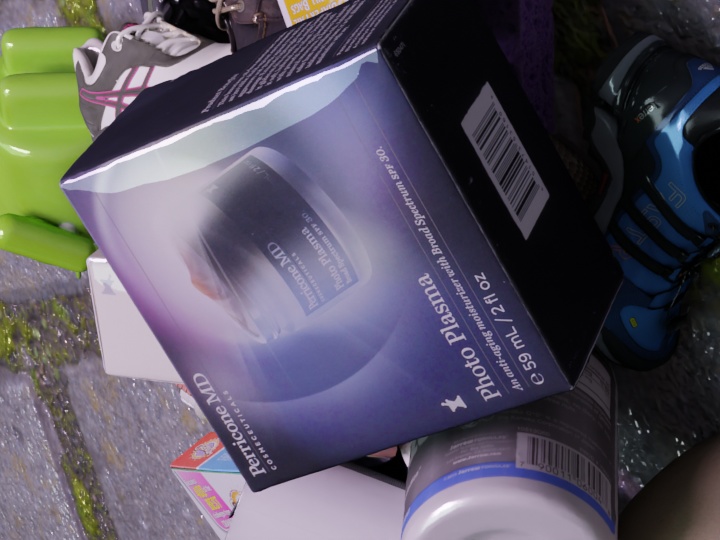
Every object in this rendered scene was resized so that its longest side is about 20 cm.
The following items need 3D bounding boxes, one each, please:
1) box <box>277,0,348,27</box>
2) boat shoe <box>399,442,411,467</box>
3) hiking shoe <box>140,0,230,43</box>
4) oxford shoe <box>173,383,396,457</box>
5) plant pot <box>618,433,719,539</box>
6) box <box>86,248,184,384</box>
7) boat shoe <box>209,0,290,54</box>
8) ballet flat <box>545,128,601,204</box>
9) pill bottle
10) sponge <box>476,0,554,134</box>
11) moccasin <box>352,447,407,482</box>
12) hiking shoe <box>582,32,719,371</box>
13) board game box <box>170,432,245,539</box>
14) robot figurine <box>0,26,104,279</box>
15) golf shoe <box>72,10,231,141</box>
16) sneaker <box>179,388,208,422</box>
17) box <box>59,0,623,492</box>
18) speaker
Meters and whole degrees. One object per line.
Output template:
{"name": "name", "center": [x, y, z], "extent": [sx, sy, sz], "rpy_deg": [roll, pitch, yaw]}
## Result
{"name": "box", "center": [0.000, -0.229, 1.175], "extent": [0.112, 0.101, 0.200], "rpy_deg": [-14, 97, 55]}
{"name": "boat shoe", "center": [0.083, 0.122, 1.315], "extent": [0.200, 0.072, 0.069], "rpy_deg": [-119, 36, -47]}
{"name": "hiking shoe", "center": [-0.123, -0.132, 1.467], "extent": [0.101, 0.076, 0.200], "rpy_deg": [11, 118, 47]}
{"name": "oxford shoe", "center": [-0.047, 0.061, 1.400], "extent": [0.200, 0.071, 0.074], "rpy_deg": [15, 93, 38]}
{"name": "plant pot", "center": [0.189, 0.202, 1.185], "extent": [0.200, 0.134, 0.200], "rpy_deg": [31, 132, 42]}
{"name": "box", "center": [-0.076, -0.009, 1.349], "extent": [0.095, 0.200, 0.078], "rpy_deg": [6, 116, 24]}
{"name": "boat shoe", "center": [-0.053, -0.151, 1.245], "extent": [0.073, 0.200, 0.074], "rpy_deg": [28, 151, -13]}
{"name": "ballet flat", "center": [0.054, -0.081, 1.233], "extent": [0.200, 0.046, 0.067], "rpy_deg": [41, 137, 29]}
{"name": "pill bottle", "center": [0.083, 0.094, 1.203], "extent": [0.114, 0.200, 0.114], "rpy_deg": [3, 128, 4]}
{"name": "sponge", "center": [0.061, -0.159, 1.246], "extent": [0.112, 0.030, 0.200], "rpy_deg": [25, 128, 43]}
{"name": "moccasin", "center": [0.020, 0.114, 1.418], "extent": [0.080, 0.068, 0.200], "rpy_deg": [-38, 77, 54]}
{"name": "hiking shoe", "center": [0.161, -0.022, 1.152], "extent": [0.087, 0.074, 0.200], "rpy_deg": [22, 134, 32]}
{"name": "board game box", "center": [-0.032, 0.201, 1.496], "extent": [0.200, 0.040, 0.153], "rpy_deg": [57, 155, -14]}
{"name": "robot figurine", "center": [-0.209, -0.083, 1.556], "extent": [0.200, 0.116, 0.176], "rpy_deg": [91, 174, -54]}
{"name": "golf shoe", "center": [-0.118, -0.117, 1.352], "extent": [0.200, 0.077, 0.088], "rpy_deg": [-17, 101, 52]}
{"name": "sneaker", "center": [-0.056, 0.064, 1.497], "extent": [0.090, 0.078, 0.200], "rpy_deg": [51, 151, 14]}
{"name": "box", "center": [-0.007, -0.018, 1.115], "extent": [0.198, 0.123, 0.200], "rpy_deg": [-21, 110, 30]}
{"name": "speaker", "center": [0.019, 0.169, 1.354], "extent": [0.200, 0.081, 0.081], "rpy_deg": [21, 133, 3]}
